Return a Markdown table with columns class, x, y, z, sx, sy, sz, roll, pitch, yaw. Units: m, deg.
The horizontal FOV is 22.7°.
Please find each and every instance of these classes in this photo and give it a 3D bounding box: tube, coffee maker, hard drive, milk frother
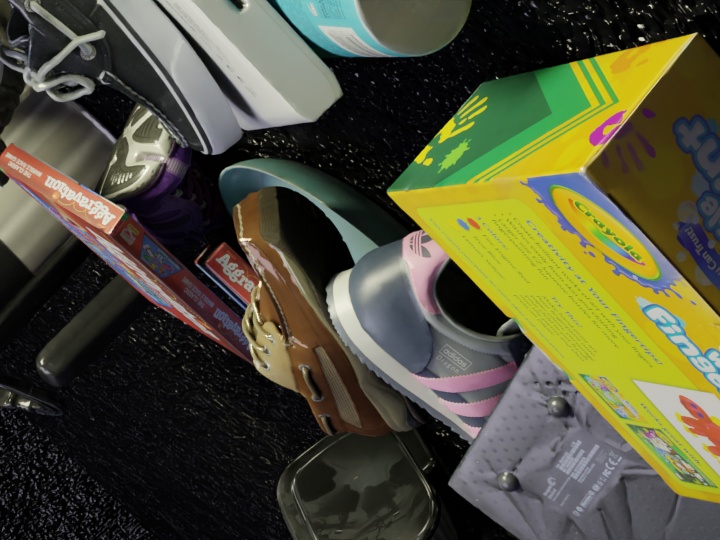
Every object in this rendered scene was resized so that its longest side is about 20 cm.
| class | x | y | z | sx | sy | sz | roll | pitch | yaw |
| --- | --- | --- | --- | --- | --- | --- | --- | --- | --- |
| tube | -0.018 | -0.117 | 0.774 | 0.078 | 0.050 | 0.200 | 53 | 166 | -20 |
| coffee maker | 0.025 | 0.204 | 1.346 | 0.192 | 0.135 | 0.200 | 25 | 157 | 45 |
| hard drive | 0.154 | 0.116 | 0.891 | 0.200 | 0.042 | 0.135 | 32 | 134 | 6 |
| milk frother | -0.241 | -0.002 | 1.307 | 0.180 | 0.188 | 0.200 | 43 | 164 | -4 |
| hard drive | -0.078 | -0.121 | 0.847 | 0.132 | 0.026 | 0.200 | 47 | 175 | -11 |

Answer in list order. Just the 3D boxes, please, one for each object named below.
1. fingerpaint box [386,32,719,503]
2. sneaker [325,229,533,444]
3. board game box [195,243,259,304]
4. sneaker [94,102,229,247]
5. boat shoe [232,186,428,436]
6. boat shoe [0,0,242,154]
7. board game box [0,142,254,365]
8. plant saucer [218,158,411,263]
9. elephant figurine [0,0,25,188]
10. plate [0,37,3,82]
| class | x | y | z | sx | sy | sz | roll | pitch | yaw |
| --- | --- | --- | --- | --- | --- | --- | --- | --- | --- |
| fingerpaint box | 0.130 | 0.008 | 0.711 | 0.200 | 0.073 | 0.167 | 45 | 164 | -16 |
| sneaker | 0.078 | 0.047 | 0.948 | 0.200 | 0.070 | 0.082 | 33 | 129 | -32 |
| board game box | -0.063 | 0.023 | 1.180 | 0.103 | 0.019 | 0.200 | 44 | 175 | -6 |
| sneaker | -0.118 | -0.058 | 1.134 | 0.083 | 0.081 | 0.200 | 24 | 171 | -4 |
| boat shoe | -0.027 | 0.036 | 0.994 | 0.200 | 0.074 | 0.076 | 58 | -162 | -45 |
| boat shoe | -0.136 | -0.116 | 0.830 | 0.199 | 0.068 | 0.074 | 49 | 173 | -32 |
| board game box | -0.137 | -0.006 | 1.112 | 0.103 | 0.019 | 0.200 | 28 | 169 | 32 |
| plant saucer | 0.000 | 0.000 | 1.063 | 0.200 | 0.027 | 0.200 | 36 | 163 | 13 |
| elephant figurine | -0.250 | -0.118 | 1.107 | 0.200 | 0.155 | 0.142 | 38 | 144 | 39 |
| plate | -0.234 | -0.186 | 0.836 | 0.200 | 0.032 | 0.200 | 64 | -173 | 5 |
